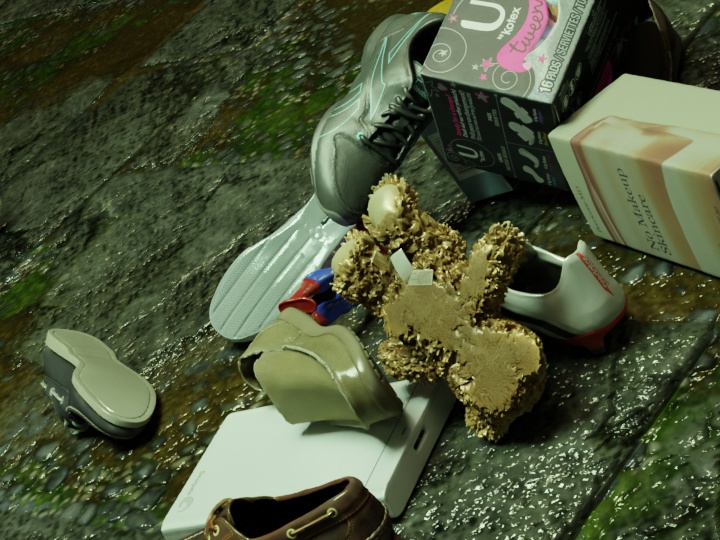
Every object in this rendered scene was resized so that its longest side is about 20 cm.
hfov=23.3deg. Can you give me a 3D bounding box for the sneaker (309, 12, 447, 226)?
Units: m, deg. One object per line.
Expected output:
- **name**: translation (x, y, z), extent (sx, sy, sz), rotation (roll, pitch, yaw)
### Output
- **sneaker**: translation (0.020, -0.130, 1.426), extent (0.079, 0.075, 0.201), rotation (-7, 57, 54)

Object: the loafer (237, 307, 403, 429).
- **loafer**: translation (-0.032, 0.080, 1.253), extent (0.067, 0.076, 0.200), rotation (-38, 17, -12)

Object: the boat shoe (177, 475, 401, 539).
- **boat shoe**: translation (-0.068, 0.179, 1.171), extent (0.199, 0.070, 0.070), rotation (-18, 29, 29)

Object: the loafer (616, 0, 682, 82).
- **loafer**: translation (0.229, -0.169, 1.472), extent (0.073, 0.071, 0.200), rotation (-21, 30, 20)

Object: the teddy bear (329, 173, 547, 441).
- **teddy bear**: translation (0.059, 0.023, 1.210), extent (0.200, 0.067, 0.145), rotation (27, 102, 31)

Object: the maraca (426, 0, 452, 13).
- **maraca**: translation (0.084, -0.184, 1.596), extent (0.107, 0.138, 0.200), rotation (23, 31, 16)

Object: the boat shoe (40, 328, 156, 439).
- **boat shoe**: translation (-0.232, 0.112, 1.517), extent (0.200, 0.072, 0.063), rotation (37, 113, 58)

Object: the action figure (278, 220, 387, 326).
- **action figure**: translation (0.000, 0.000, 1.423), extent (0.052, 0.066, 0.200), rotation (-3, 27, 27)

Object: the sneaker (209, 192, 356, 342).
- **sneaker**: translation (-0.045, -0.011, 1.510), extent (0.200, 0.073, 0.071), rotation (-44, -17, 1)

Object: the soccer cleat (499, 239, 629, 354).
- **soccer cleat**: translation (0.101, 0.017, 1.258), extent (0.200, 0.085, 0.069), rotation (-3, 37, 45)

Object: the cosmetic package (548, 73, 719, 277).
- **cosmetic package**: translation (0.235, -0.067, 1.246), extent (0.087, 0.104, 0.200), rotation (-37, 24, -14)

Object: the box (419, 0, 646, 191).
- **box**: translation (0.140, -0.189, 1.389), extent (0.114, 0.132, 0.200), rotation (14, 65, 21)

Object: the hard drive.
- **hard drive**: translation (-0.038, 0.138, 1.262), extent (0.199, 0.027, 0.132), rotation (-14, 30, 34)

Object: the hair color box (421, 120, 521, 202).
- **hair color box**: translation (0.139, -0.161, 1.521), extent (0.061, 0.099, 0.200), rotation (-16, 27, 53)
